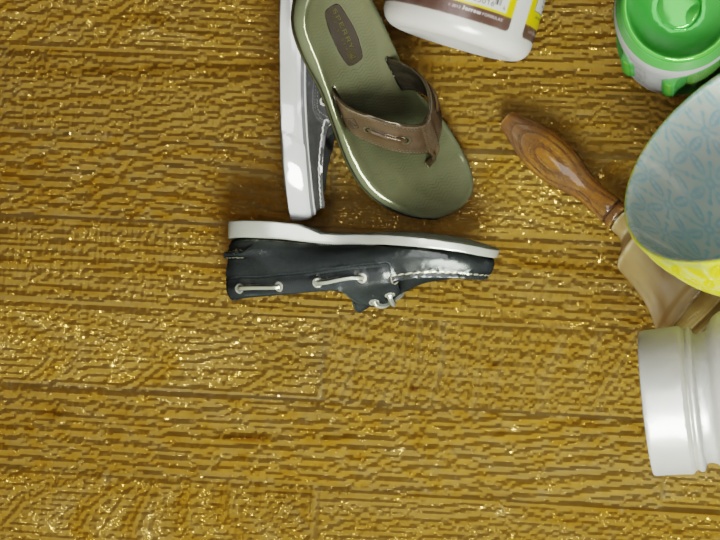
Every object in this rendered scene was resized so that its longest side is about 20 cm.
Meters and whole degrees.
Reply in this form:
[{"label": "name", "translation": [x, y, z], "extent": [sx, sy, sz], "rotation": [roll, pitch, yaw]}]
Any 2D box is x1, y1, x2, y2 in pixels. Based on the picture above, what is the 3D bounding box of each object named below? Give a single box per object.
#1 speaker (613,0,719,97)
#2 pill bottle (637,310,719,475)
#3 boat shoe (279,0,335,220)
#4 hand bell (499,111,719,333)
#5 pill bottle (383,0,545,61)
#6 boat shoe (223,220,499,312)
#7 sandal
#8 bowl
[{"label": "speaker", "translation": [0.212, -0.165, 1.491], "extent": [0.088, 0.200, 0.089], "rotation": [0, 90, 7]}, {"label": "pill bottle", "translation": [0.282, 0.076, 1.422], "extent": [0.200, 0.113, 0.113], "rotation": [-7, 89, 10]}, {"label": "boat shoe", "translation": [-0.025, -0.136, 1.594], "extent": [0.066, 0.070, 0.200], "rotation": [0, 87, -1]}, {"label": "hand bell", "translation": [0.175, -0.043, 1.568], "extent": [0.200, 0.104, 0.104], "rotation": [43, 95, 19]}, {"label": "pill bottle", "translation": [0.093, -0.254, 1.553], "extent": [0.109, 0.109, 0.200], "rotation": [17, 92, 7]}, {"label": "boat shoe", "translation": [0.000, 0.000, 1.587], "extent": [0.200, 0.076, 0.060], "rotation": [4, 90, 19]}, {"label": "sandal", "translation": [0.017, -0.116, 1.552], "extent": [0.080, 0.057, 0.201], "rotation": [-41, 116, -18]}, {"label": "bowl", "translation": [0.284, -0.046, 1.448], "extent": [0.200, 0.200, 0.108], "rotation": [-38, 121, 6]}]
